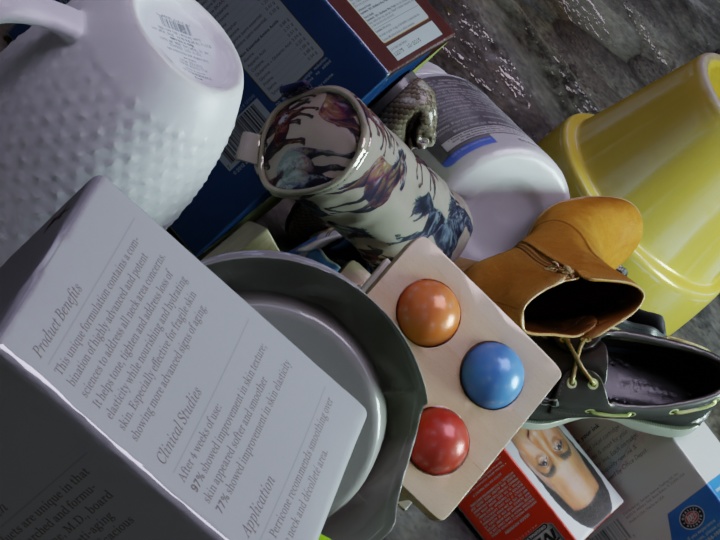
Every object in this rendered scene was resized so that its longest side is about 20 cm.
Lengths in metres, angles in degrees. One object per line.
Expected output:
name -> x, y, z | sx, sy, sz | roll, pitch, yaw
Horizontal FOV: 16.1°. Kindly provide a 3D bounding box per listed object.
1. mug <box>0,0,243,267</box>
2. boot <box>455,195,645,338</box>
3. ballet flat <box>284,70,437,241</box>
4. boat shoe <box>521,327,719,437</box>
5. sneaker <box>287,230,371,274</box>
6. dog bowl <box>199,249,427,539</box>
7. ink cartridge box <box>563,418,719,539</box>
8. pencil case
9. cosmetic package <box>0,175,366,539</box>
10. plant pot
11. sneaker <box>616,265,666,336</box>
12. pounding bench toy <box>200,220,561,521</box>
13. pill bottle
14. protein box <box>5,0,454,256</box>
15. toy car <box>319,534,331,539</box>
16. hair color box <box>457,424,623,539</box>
mug -> -0.177, -0.095, 1.515 | 0.199, 0.175, 0.148 | 27, 33, -36
boot -> 0.153, 0.005, 1.740 | 0.200, 0.144, 0.071 | -18, 109, -30
ballet flat -> 0.004, -0.067, 1.741 | 0.046, 0.200, 0.067 | 44, 51, 2
boat shoe -> 0.158, 0.069, 1.734 | 0.200, 0.061, 0.072 | 6, 62, -22
sneaker -> 0.000, 0.000, 1.776 | 0.072, 0.072, 0.200 | 50, 25, 7
dog bowl -> -0.059, 0.080, 1.455 | 0.200, 0.200, 0.059 | 43, 13, -11
ink cartridge box -> 0.183, 0.129, 1.830 | 0.200, 0.116, 0.067 | 54, 28, 9
pencil case -> 0.002, -0.051, 1.629 | 0.089, 0.078, 0.200 | 13, -13, 28
cosmetic package -> -0.134, 0.098, 1.321 | 0.200, 0.166, 0.168 | 42, 34, -12
plant pot -> 0.264, -0.075, 2.143 | 0.200, 0.189, 0.201 | 36, 30, -25
sneaker -> 0.165, 0.005, 2.002 | 0.200, 0.085, 0.074 | 49, 26, 0
pounding bench toy -> -0.003, 0.046, 1.569 | 0.200, 0.156, 0.124 | 44, 71, -8
pill bottle -> 0.066, -0.077, 1.881 | 0.113, 0.114, 0.200 | 30, 12, -32
protein box -> -0.087, -0.159, 1.709 | 0.200, 0.198, 0.135 | 49, 27, 2
toy car -> -0.012, 0.267, 1.339 | 0.164, 0.158, 0.201 | 28, 43, -12
hair color box -> 0.087, 0.113, 1.768 | 0.200, 0.061, 0.101 | 52, 27, 4
